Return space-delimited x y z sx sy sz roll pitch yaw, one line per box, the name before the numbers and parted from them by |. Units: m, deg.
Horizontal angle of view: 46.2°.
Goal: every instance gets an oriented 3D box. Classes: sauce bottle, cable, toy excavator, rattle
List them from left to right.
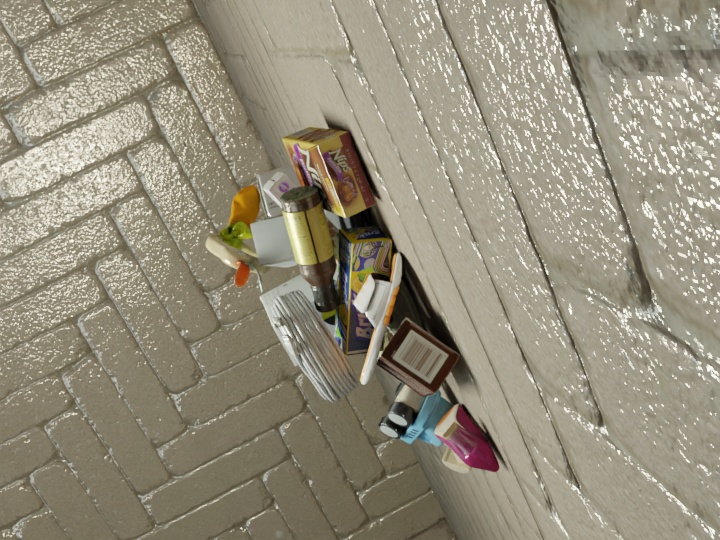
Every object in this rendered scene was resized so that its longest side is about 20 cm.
rattle | -0.191 -0.056 1.493 0.130 0.143 0.200 41 -179 -14
sauce bottle | -0.073 -0.030 1.307 0.065 0.065 0.201 -127 23 -63
cable | -0.077 0.122 1.404 0.200 0.069 0.200 59 177 -23
toy excavator | 0.139 0.295 1.560 0.200 0.100 0.195 29 149 4

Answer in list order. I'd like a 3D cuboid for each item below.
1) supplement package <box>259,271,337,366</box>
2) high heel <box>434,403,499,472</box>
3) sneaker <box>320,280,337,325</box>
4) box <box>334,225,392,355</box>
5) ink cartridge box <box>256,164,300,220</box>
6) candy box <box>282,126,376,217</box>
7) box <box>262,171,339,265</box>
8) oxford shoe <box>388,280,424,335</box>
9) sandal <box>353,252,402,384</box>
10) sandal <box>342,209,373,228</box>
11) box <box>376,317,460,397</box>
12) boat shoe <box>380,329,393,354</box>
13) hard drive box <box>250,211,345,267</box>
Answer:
supplement package | -0.075 0.071 1.644 0.117 0.200 0.117 64 175 -31
high heel | 0.181 0.280 1.406 0.096 0.067 0.200 40 177 1
sneaker | -0.017 0.067 1.547 0.082 0.074 0.200 55 -169 34
box | 0.002 0.033 1.354 0.064 0.070 0.201 -128 37 -58
ink cartridge box | -0.108 -0.140 1.543 0.200 0.147 0.086 138 116 -84
candy box | -0.052 -0.154 1.290 0.200 0.056 0.117 26 139 67
box | -0.073 -0.075 1.352 0.200 0.039 0.041 46 171 -25
oxford shoe | 0.076 0.096 1.447 0.075 0.058 0.200 54 171 52
sandal | 0.015 0.068 1.279 0.079 0.059 0.207 129 158 -90
sandal | -0.005 -0.099 1.398 0.076 0.043 0.201 -152 44 -69
box | 0.085 0.138 1.301 0.100 0.075 0.200 34 170 4
boat shoe | 0.068 0.110 1.529 0.076 0.072 0.200 32 145 38
hard drive box | -0.093 -0.059 1.523 0.200 0.155 0.077 5 -109 -83
